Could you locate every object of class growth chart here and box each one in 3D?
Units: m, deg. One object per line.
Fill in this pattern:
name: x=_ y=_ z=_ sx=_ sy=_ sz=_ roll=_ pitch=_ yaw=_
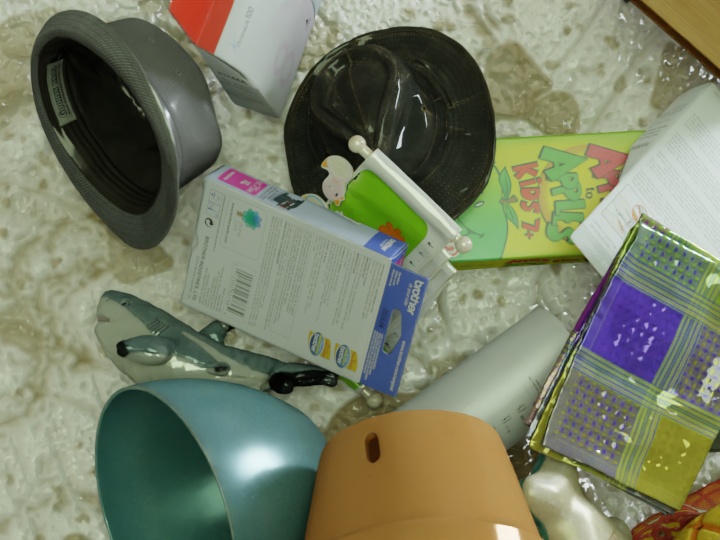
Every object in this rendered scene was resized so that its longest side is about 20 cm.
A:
growth chart: x=0.000 y=0.000 z=1.486 sx=0.144 sy=0.018 sz=0.201 roll=36 pitch=124 yaw=7

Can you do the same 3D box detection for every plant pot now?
plant pot: x=0.041 y=0.193 z=1.355 sx=0.199 sy=0.200 sz=0.141 roll=-4 pitch=59 yaw=-3
plant pot: x=-0.097 y=0.170 z=1.440 sx=0.134 sy=0.200 sz=0.201 roll=-15 pitch=81 yaw=-35

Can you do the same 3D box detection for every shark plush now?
shark plush: x=-0.118 y=0.062 z=1.502 sx=0.198 sy=0.091 sz=0.084 roll=2 pitch=49 yaw=7

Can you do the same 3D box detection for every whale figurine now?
whale figurine: x=0.159 y=0.239 z=1.449 sx=0.103 sy=0.159 sz=0.201 roll=-17 pitch=106 yaw=34

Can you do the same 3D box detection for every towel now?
towel: x=0.226 y=0.076 z=1.435 sx=0.143 sy=0.023 sz=0.201 roll=29 pitch=85 yaw=-10

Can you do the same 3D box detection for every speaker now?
speaker: x=0.090 y=0.116 z=1.497 sx=0.200 sy=0.081 sz=0.081 roll=-36 pitch=84 yaw=-7

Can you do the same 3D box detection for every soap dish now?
soap dish: x=0.290 y=-0.212 z=1.527 sx=0.200 sy=0.157 sz=0.081 roll=42 pitch=98 yaw=4

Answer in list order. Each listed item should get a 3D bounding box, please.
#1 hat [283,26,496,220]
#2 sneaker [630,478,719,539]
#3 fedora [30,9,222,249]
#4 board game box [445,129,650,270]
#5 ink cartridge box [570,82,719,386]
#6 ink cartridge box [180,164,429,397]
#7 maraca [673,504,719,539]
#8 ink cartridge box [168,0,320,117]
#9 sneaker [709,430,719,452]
hat: x=0.013 y=-0.121 z=1.496 sx=0.199 sy=0.081 sz=0.202 roll=-7 pitch=67 yaw=17
sneaker: x=0.308 y=0.193 z=1.507 sx=0.199 sy=0.077 sz=0.073 roll=-24 pitch=102 yaw=9
fedora: x=-0.177 y=-0.125 z=1.500 sx=0.090 sy=0.177 sz=0.200 roll=-29 pitch=68 yaw=-35
board game box: x=0.146 y=-0.057 z=1.543 sx=0.198 sy=0.048 sz=0.102 roll=-3 pitch=80 yaw=-3
ink cartridge box: x=0.266 y=-0.030 z=1.504 sx=0.200 sy=0.057 sz=0.163 roll=-44 pitch=99 yaw=-20
ink cartridge box: x=-0.041 y=0.009 z=1.476 sx=0.199 sy=0.042 sz=0.120 roll=25 pitch=121 yaw=17
maraca: x=0.314 y=0.224 z=1.414 sx=0.199 sy=0.107 sz=0.137 roll=-24 pitch=42 yaw=4
ink cartridge box: x=-0.078 y=-0.231 z=1.475 sx=0.057 sy=0.200 sz=0.164 roll=18 pitch=79 yaw=11
sneaker: x=0.299 y=0.095 z=1.523 sx=0.199 sy=0.106 sz=0.075 roll=9 pitch=118 yaw=23
